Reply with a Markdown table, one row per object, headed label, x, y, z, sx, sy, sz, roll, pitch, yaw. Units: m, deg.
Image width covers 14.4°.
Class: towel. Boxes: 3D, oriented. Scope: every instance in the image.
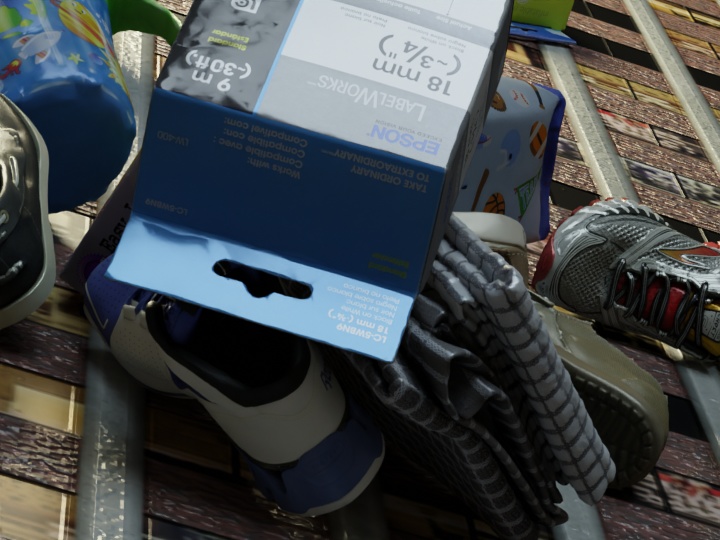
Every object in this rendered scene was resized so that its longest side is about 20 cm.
| label | x | y | z | sx | sy | sz | roll | pitch | yaw |
| --- | --- | --- | --- | --- | --- | --- | --- | --- | --- |
| towel | 0.026 | 0.035 | 1.410 | 0.200 | 0.085 | 0.166 | 45 | -11 | 45 |

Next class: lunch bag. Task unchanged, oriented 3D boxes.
| label | x | y | z | sx | sy | sz | roll | pitch | yaw |
| --- | --- | --- | --- | --- | --- | --- | --- | --- | --- |
| lunch bag | 0.001 | -0.084 | 1.776 | 0.199 | 0.125 | 0.170 | 15 | 13 | 33 |

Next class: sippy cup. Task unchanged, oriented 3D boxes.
| label | x | y | z | sx | sy | sz | roll | pitch | yaw |
| --- | --- | --- | --- | --- | --- | --- | --- | --- | --- |
| sippy cup | -0.191 | -0.104 | 1.622 | 0.140 | 0.178 | 0.131 | 41 | 11 | -45 |

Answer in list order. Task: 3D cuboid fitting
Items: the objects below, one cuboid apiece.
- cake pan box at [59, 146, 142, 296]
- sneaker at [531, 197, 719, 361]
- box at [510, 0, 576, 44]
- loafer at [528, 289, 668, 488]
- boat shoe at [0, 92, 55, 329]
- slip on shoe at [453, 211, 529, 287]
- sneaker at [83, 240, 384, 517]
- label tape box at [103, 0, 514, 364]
| label | x | y | z | sx | sy | sz | roll | pitch | yaw |
| --- | --- | --- | --- | --- | --- | --- | --- | --- | --- |
| cake pan box | -0.071 | -0.091 | 1.524 | 0.052 | 0.184 | 0.200 | 36 | 36 | -5 |
| sneaker | 0.197 | 0.010 | 1.774 | 0.199 | 0.078 | 0.082 | 10 | 22 | -29 |
| box | 0.096 | -0.261 | 2.485 | 0.121 | 0.048 | 0.200 | 4 | 23 | -39 |
| loafer | 0.086 | 0.049 | 1.563 | 0.200 | 0.076 | 0.067 | 38 | 22 | 17 |
| boat shoe | -0.204 | -0.053 | 1.471 | 0.068 | 0.072 | 0.200 | 55 | 8 | -37 |
| slip on shoe | 0.000 | 0.000 | 1.622 | 0.199 | 0.076 | 0.061 | 5 | 66 | -17 |
| sneaker | -0.069 | 0.022 | 1.370 | 0.199 | 0.080 | 0.115 | 39 | -19 | 44 |
| label tape box | -0.020 | -0.069 | 1.325 | 0.143 | 0.063 | 0.201 | 16 | 50 | 6 |
